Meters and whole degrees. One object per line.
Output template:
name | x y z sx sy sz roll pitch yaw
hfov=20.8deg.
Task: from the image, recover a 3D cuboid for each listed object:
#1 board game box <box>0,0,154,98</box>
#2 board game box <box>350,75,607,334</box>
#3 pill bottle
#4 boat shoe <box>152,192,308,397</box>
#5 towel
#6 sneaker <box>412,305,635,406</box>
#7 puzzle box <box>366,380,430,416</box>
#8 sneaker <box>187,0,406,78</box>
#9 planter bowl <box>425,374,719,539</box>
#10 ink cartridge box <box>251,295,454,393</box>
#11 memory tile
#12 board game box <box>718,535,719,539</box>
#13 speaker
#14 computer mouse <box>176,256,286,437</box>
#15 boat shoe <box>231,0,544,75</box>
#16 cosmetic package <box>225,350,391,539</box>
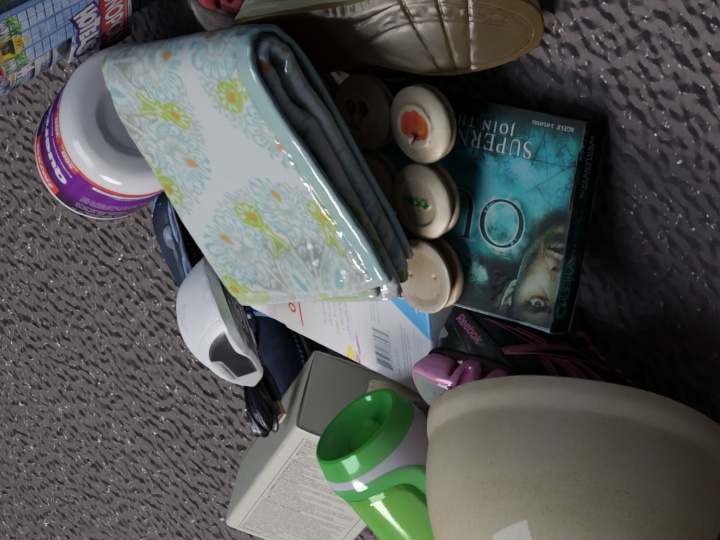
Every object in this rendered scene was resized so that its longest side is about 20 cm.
board game box | -0.196 -0.211 1.416 0.062 0.199 0.200 53 166 11
board game box | 0.064 -0.046 1.281 0.199 0.028 0.136 15 100 41
pill bottle | -0.192 -0.102 1.527 0.113 0.112 0.200 58 161 -3
boat shoe | -0.110 0.020 1.570 0.200 0.084 0.069 51 164 4
towel | -0.069 -0.063 1.260 0.171 0.048 0.201 -3 124 48
sneaker | 0.139 0.069 1.306 0.199 0.096 0.079 19 155 9
puzzle box | 0.079 0.167 1.450 0.132 0.025 0.201 0 124 14
sneaker | -0.039 -0.170 1.336 0.199 0.071 0.098 24 154 24
planter bowl | 0.129 0.166 1.228 0.199 0.136 0.201 10 155 4
ink cartridge box | 0.000 0.000 1.429 0.199 0.068 0.116 25 134 38
memory tile | -0.013 -0.059 1.295 0.199 0.017 0.154 16 117 40
board game box | 0.222 0.215 1.355 0.157 0.039 0.201 21 133 41
speaker | 0.056 0.179 1.395 0.200 0.089 0.088 50 150 -21
computer mouse | -0.101 0.049 1.427 0.200 0.044 0.110 67 -175 -66
boat shoe | 0.017 -0.167 1.224 0.198 0.067 0.074 0 140 12
cosmetic package | -0.028 0.151 1.557 0.103 0.074 0.200 21 145 -11
